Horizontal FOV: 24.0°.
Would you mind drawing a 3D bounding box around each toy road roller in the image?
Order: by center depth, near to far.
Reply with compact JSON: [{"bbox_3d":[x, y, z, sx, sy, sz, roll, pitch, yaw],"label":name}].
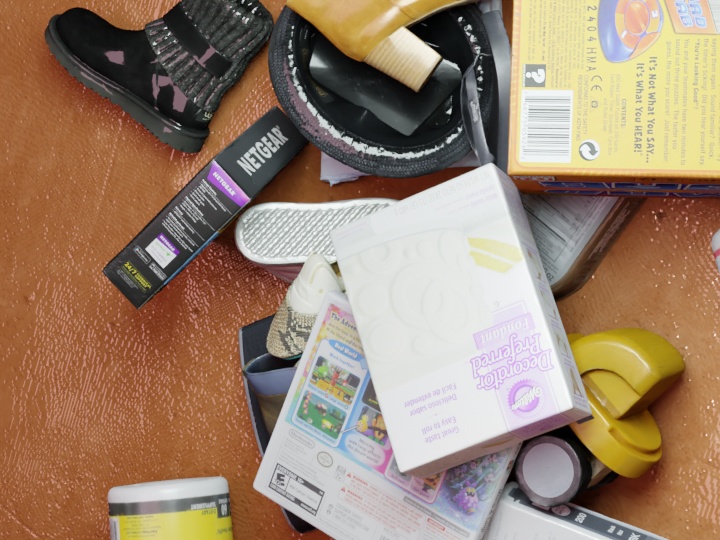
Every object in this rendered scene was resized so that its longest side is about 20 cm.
[{"bbox_3d":[0.167,0.082,1.362,0.146,0.123,0.200,-45,72,21],"label":"toy road roller"}]

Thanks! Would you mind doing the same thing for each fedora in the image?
[{"bbox_3d":[0.021,-0.165,1.432,0.199,0.092,0.203,0,81,0],"label":"fedora"}]

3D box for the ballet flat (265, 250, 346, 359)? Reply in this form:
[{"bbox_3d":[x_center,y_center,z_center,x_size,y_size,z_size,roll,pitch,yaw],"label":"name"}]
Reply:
[{"bbox_3d":[0.000,0.000,1.414,0.199,0.076,0.068,-27,45,-2],"label":"ballet flat"}]

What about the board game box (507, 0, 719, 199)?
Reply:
[{"bbox_3d":[0.217,-0.160,1.265,0.198,0.200,0.202,2,88,9],"label":"board game box"}]

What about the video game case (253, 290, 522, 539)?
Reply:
[{"bbox_3d":[0.024,0.140,1.356,0.199,0.024,0.183,28,104,25],"label":"video game case"}]

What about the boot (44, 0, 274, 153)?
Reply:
[{"bbox_3d":[-0.189,-0.230,1.598,0.211,0.079,0.159,36,113,15],"label":"boot"}]

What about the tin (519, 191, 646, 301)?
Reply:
[{"bbox_3d":[0.172,-0.064,1.414,0.112,0.042,0.201,40,107,20],"label":"tin"}]

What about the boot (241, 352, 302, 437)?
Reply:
[{"bbox_3d":[-0.016,0.105,1.412,0.199,0.075,0.097,-17,112,40],"label":"boot"}]

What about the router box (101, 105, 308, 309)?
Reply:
[{"bbox_3d":[-0.133,-0.059,1.495,0.051,0.200,0.149,45,113,-5],"label":"router box"}]

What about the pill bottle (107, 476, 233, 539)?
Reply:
[{"bbox_3d":[-0.169,0.295,1.554,0.113,0.114,0.202,-8,85,29],"label":"pill bottle"}]

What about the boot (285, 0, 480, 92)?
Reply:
[{"bbox_3d":[0.043,-0.259,1.358,0.144,0.071,0.202,37,90,1],"label":"boot"}]

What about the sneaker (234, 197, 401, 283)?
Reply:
[{"bbox_3d":[-0.010,-0.023,1.505,0.198,0.105,0.076,5,84,0],"label":"sneaker"}]

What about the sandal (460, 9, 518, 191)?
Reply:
[{"bbox_3d":[0.103,-0.105,1.348,0.042,0.076,0.202,-2,103,1],"label":"sandal"}]

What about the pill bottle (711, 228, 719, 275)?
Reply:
[{"bbox_3d":[0.342,0.051,1.271,0.108,0.108,0.202,-21,79,27],"label":"pill bottle"}]

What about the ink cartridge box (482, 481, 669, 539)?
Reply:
[{"bbox_3d":[0.139,0.277,1.377,0.199,0.043,0.200,19,115,20],"label":"ink cartridge box"}]

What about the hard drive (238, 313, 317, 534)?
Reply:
[{"bbox_3d":[-0.040,0.127,1.525,0.134,0.042,0.202,-21,78,28],"label":"hard drive"}]

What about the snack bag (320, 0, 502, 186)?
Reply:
[{"bbox_3d":[0.043,-0.181,1.500,0.187,0.021,0.202,-4,86,30],"label":"snack bag"}]

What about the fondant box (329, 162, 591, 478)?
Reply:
[{"bbox_3d":[0.074,0.039,1.291,0.143,0.058,0.202,-22,72,16],"label":"fondant box"}]
